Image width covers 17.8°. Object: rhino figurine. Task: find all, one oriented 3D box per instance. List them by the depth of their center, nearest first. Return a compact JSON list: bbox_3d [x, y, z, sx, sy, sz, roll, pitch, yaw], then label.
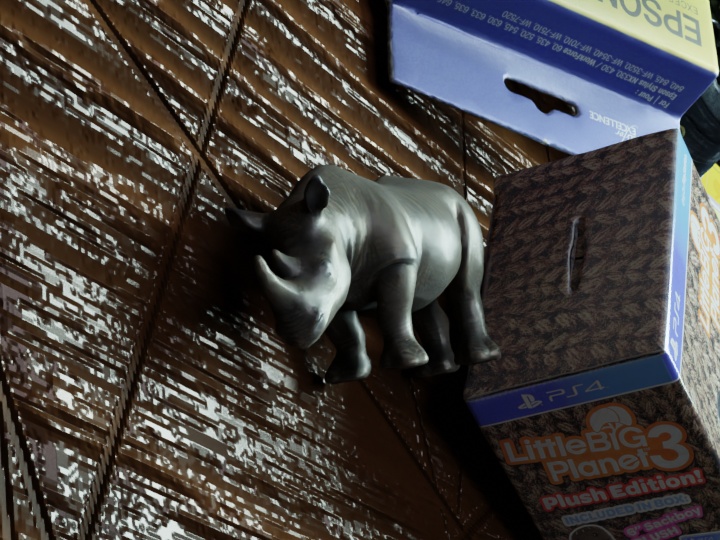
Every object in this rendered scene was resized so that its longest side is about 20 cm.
[{"bbox_3d":[0.000,0.000,0.939,0.200,0.060,0.088,3,75,-65],"label":"rhino figurine"}]

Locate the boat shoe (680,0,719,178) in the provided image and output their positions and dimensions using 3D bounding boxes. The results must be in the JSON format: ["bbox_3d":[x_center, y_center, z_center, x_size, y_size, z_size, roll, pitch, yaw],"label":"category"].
[{"bbox_3d":[0.167,-0.149,1.302,0.071,0.091,0.201,-8,69,-38],"label":"boat shoe"}]

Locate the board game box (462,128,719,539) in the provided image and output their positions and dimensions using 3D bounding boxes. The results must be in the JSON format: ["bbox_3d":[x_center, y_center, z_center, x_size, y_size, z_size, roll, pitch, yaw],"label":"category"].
[{"bbox_3d":[0.138,0.065,1.099,0.200,0.096,0.160,60,27,-34],"label":"board game box"}]

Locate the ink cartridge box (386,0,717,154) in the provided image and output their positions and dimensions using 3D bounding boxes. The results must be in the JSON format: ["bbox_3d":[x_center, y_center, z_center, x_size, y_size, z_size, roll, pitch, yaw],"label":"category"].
[{"bbox_3d":[0.097,-0.159,1.177,0.197,0.047,0.201,18,52,-33],"label":"ink cartridge box"}]

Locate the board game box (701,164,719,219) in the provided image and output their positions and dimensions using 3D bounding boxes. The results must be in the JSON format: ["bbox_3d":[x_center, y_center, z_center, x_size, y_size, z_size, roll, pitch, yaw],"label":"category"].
[{"bbox_3d":[0.216,0.003,1.390,0.200,0.034,0.135,34,43,-51],"label":"board game box"}]
